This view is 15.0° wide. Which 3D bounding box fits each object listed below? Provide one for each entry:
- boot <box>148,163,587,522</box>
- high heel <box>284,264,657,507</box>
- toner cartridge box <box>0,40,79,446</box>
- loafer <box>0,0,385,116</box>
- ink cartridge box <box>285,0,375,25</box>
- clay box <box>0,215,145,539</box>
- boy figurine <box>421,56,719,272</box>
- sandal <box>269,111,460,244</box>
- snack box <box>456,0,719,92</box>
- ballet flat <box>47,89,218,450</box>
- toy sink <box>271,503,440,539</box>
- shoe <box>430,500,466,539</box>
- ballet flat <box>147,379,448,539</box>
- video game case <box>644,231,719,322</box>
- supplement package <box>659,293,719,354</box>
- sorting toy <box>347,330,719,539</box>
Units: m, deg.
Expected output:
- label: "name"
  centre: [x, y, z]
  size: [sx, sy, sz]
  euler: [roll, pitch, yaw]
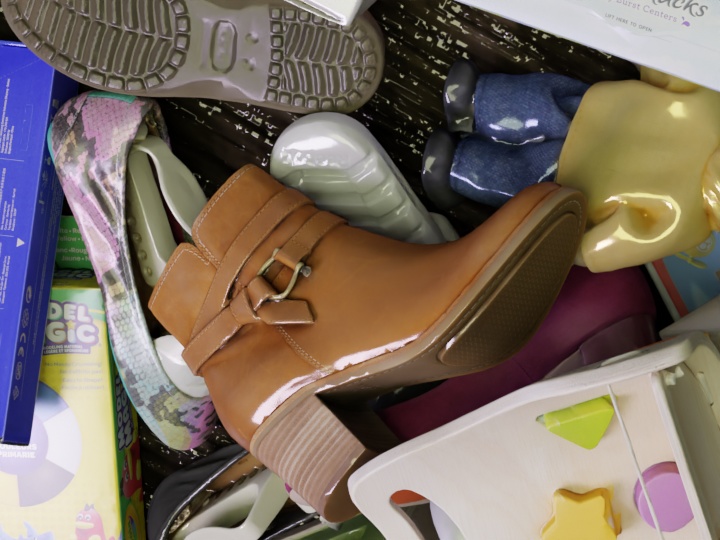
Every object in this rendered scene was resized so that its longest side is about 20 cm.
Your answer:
- label: "boot"
  centre: [0.000, 0.000, 1.291]
  size: [0.200, 0.077, 0.155]
  euler: [-51, 60, 15]
- label: "high heel"
  centre: [0.051, 0.052, 1.341]
  size: [0.199, 0.068, 0.097]
  euler: [-16, 62, -4]
- label: "toner cartridge box"
  centre: [-0.204, -0.016, 1.386]
  size: [0.094, 0.043, 0.201]
  euler: [7, 86, 14]
- label: "loafer"
  centre: [-0.081, -0.122, 1.352]
  size: [0.199, 0.067, 0.077]
  euler: [17, 106, 7]
- label: "ink cartridge box"
  centre: [0.009, -0.206, 1.237]
  size: [0.083, 0.200, 0.147]
  euler: [28, 110, 4]
- label: "clay box"
  centre: [-0.177, 0.072, 1.440]
  size: [0.114, 0.048, 0.201]
  euler: [0, 106, 13]
- label: "boy figurine"
  centre: [0.133, -0.055, 1.298]
  size: [0.199, 0.064, 0.125]
  euler: [9, 71, 19]
- label: "sandal"
  centre: [0.022, -0.001, 1.368]
  size: [0.082, 0.050, 0.203]
  euler: [-10, 123, 22]
- label: "snack box"
  centre: [0.139, -0.126, 1.250]
  size: [0.199, 0.142, 0.053]
  euler: [20, 103, 13]
- label: "ballet flat"
  centre: [-0.097, 0.003, 1.378]
  size: [0.071, 0.069, 0.201]
  euler: [-2, 115, 36]
- label: "toy sink"
  centre: [-0.013, 0.196, 1.359]
  size: [0.130, 0.200, 0.113]
  euler: [-24, 100, 19]
- label: "shoe"
  centre: [0.124, 0.160, 1.316]
  size: [0.091, 0.072, 0.200]
  euler: [-33, 105, 21]
- label: "ballet flat"
  centre: [-0.033, 0.108, 1.388]
  size: [0.200, 0.069, 0.068]
  euler: [-35, 112, 32]
- label: "video game case"
  centre: [0.224, -0.051, 1.331]
  size: [0.199, 0.017, 0.144]
  euler: [-26, 99, 18]
- label: "supplement package"
  centre: [0.250, 0.087, 1.271]
  size: [0.117, 0.117, 0.201]
  euler: [-30, 98, -19]
- label: "sorting toy"
  centre: [0.093, 0.124, 1.233]
  size: [0.179, 0.107, 0.201]
  euler: [-15, 109, 15]
